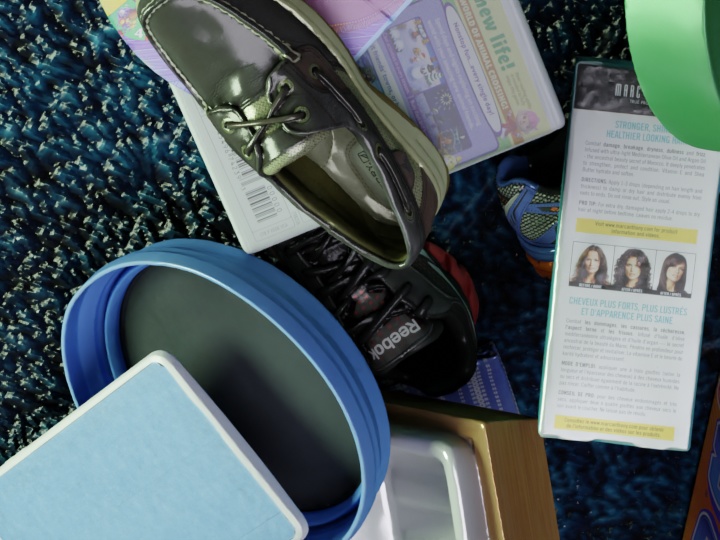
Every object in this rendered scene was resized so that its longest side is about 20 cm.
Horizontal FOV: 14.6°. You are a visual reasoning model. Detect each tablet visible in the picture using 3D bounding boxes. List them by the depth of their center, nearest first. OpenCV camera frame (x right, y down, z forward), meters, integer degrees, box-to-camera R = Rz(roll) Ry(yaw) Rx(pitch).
[{"bbox_3d":[-0.126,0.134,1.561,0.130,0.014,0.200,51,130,-3],"label":"tablet"}]

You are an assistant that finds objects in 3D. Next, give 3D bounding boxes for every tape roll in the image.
[{"bbox_3d":[0.205,-0.156,1.405,0.200,0.048,0.201,-18,112,-50],"label":"tape roll"}]

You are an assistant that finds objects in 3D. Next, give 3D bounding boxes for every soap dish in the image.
[{"bbox_3d":[0.044,0.162,1.566,0.081,0.157,0.200,-22,109,-37],"label":"soap dish"}]

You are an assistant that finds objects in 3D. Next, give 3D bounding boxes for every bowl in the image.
[{"bbox_3d":[-0.072,0.070,1.523,0.201,0.039,0.201,21,133,25],"label":"bowl"}]

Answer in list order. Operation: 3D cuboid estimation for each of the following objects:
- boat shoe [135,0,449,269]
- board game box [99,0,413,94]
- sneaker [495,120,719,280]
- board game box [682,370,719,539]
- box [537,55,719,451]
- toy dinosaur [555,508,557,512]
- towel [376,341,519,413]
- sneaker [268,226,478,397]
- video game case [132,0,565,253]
[{"bbox_3d":[-0.032,-0.075,1.387,0.072,0.066,0.201,-32,122,29],"label":"boat shoe"},{"bbox_3d":[-0.039,-0.169,1.385,0.158,0.039,0.200,40,102,-17],"label":"board game box"},{"bbox_3d":[0.158,-0.073,1.524,0.200,0.075,0.078,-38,122,13],"label":"sneaker"},{"bbox_3d":[0.322,0.178,1.668,0.200,0.200,0.200,-1,126,-13],"label":"board game box"},{"bbox_3d":[0.143,-0.010,1.480,0.082,0.049,0.200,6,98,1],"label":"box"},{"bbox_3d":[0.082,0.232,1.750,0.088,0.047,0.200,-20,131,-19],"label":"toy dinosaur"},{"bbox_3d":[0.004,0.127,1.667,0.200,0.024,0.145,-19,129,0],"label":"towel"},{"bbox_3d":[0.000,0.000,1.524,0.071,0.098,0.200,-36,125,16],"label":"sneaker"},{"bbox_3d":[-0.013,-0.129,1.436,0.182,0.022,0.200,-22,110,4],"label":"video game case"}]
